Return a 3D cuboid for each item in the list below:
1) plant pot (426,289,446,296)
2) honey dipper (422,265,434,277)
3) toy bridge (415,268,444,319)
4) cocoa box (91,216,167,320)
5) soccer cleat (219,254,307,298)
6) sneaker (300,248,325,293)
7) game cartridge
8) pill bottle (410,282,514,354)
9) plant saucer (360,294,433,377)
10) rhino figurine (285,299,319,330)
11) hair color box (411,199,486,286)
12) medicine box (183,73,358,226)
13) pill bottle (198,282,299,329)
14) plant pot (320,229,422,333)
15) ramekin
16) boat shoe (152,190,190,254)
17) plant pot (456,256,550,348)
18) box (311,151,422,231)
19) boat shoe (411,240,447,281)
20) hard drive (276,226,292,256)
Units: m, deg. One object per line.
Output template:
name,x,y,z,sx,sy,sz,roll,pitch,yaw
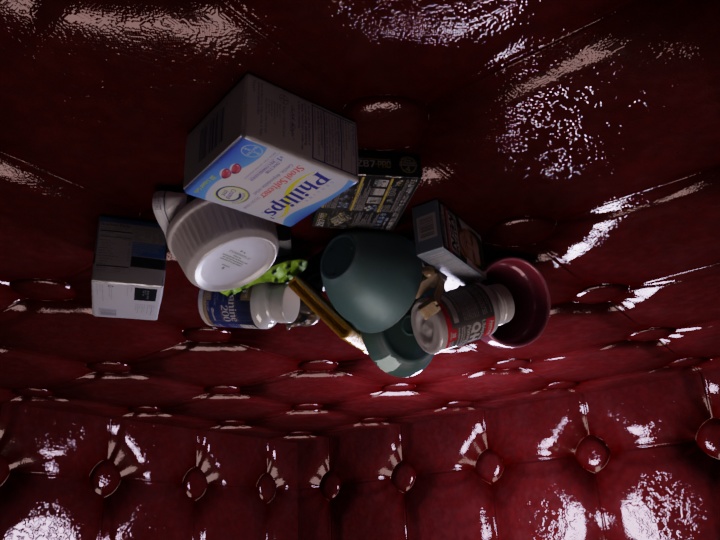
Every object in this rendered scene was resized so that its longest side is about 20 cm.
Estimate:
plant pot,0.059,0.069,1.480,0.186,0.203,0.198,30,143,-32
honey dipper,0.073,-0.016,1.341,0.038,0.039,0.198,18,180,-41
toy bridge,0.127,0.027,1.299,0.067,0.201,0.027,-33,111,6
cocoa box,-0.452,0.000,1.316,0.131,0.134,0.200,6,156,-18
soccer cleat,-0.200,-0.007,1.336,0.197,0.082,0.068,-15,144,-29
sneaker,-0.088,0.009,1.457,0.197,0.061,0.104,-25,160,15
game cartridge,-0.052,0.100,1.398,0.033,0.176,0.200,-47,154,-3
pill bottle,0.208,0.088,1.341,0.197,0.113,0.111,-15,165,-27
plant saucer,0.090,0.112,1.361,0.197,0.204,0.036,11,162,-30
rhino figurine,-0.131,0.086,1.574,0.086,0.061,0.200,-11,-168,-1
hair color box,0.176,-0.050,1.310,0.060,0.101,0.199,-17,154,29
medicine box,-0.131,-0.167,0.992,0.197,0.105,0.181,16,151,-37
pill bottle,-0.232,0.065,1.413,0.196,0.113,0.111,1,160,22
plant pot,0.000,0.000,1.275,0.198,0.204,0.134,-20,144,37
ramekin,-0.236,-0.046,1.192,0.199,0.095,0.203,-21,154,-11
boat shoe,-0.320,-0.075,1.227,0.065,0.075,0.201,-2,157,1
plant pot,0.303,0.078,1.537,0.196,0.205,0.179,6,171,-21
box,0.004,-0.132,1.162,0.158,0.050,0.200,0,158,-12
boat shoe,0.136,-0.033,1.423,0.066,0.058,0.199,26,175,40
hard drive,-0.209,-0.032,1.397,0.136,0.034,0.201,-1,158,-4
